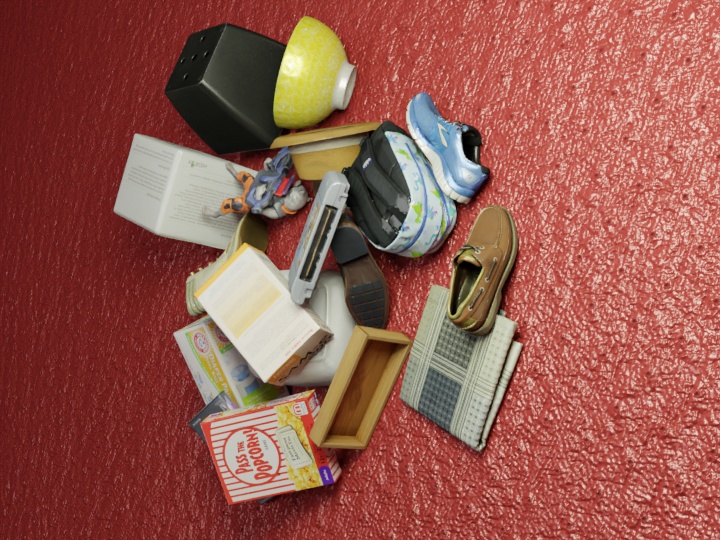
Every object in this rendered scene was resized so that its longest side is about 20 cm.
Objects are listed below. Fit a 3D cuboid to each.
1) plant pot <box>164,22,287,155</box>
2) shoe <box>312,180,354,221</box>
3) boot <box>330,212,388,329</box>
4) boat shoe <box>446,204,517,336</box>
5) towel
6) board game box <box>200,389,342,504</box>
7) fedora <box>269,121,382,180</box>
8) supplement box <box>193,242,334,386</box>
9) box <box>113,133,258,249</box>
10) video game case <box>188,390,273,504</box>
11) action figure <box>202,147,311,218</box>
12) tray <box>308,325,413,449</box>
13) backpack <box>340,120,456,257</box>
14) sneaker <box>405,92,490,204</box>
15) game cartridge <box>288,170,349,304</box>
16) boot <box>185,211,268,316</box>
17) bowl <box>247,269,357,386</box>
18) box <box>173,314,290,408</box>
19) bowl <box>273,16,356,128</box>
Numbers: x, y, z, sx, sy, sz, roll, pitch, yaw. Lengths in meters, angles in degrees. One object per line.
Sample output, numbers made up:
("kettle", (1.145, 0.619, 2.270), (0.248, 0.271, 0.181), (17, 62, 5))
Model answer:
("plant pot", (-0.247, -0.357, 1.822), (0.199, 0.177, 0.200), (2, 65, 49))
("shoe", (-0.047, -0.140, 1.686), (0.070, 0.053, 0.200), (124, 142, -55))
("boot", (0.000, 0.000, 1.560), (0.097, 0.075, 0.200), (-98, -8, -65))
("boat shoe", (0.171, -0.011, 1.364), (0.072, 0.068, 0.200), (-9, 61, 43))
("towel", (0.147, 0.137, 1.420), (0.193, 0.035, 0.200), (27, 105, 51))
("board game box", (-0.149, 0.295, 1.596), (0.200, 0.046, 0.152), (-16, 98, 18))
("fedora", (-0.050, -0.198, 1.607), (0.200, 0.200, 0.082), (3, 106, 49))
("supplement box", (-0.157, 0.071, 1.551), (0.126, 0.074, 0.200), (-44, 69, 5))
("box", (-0.347, -0.155, 1.912), (0.199, 0.200, 0.172), (23, 97, 48))
("video game case", (-0.206, 0.313, 1.682), (0.200, 0.019, 0.143), (49, 137, 1))
("action figure", (-0.175, -0.155, 1.795), (0.193, 0.105, 0.200), (10, 50, 28))
("tray", (0.000, 0.187, 1.517), (0.037, 0.099, 0.200), (39, 111, 47))
("backpack", (0.060, -0.110, 1.497), (0.163, 0.154, 0.200), (-56, 24, 22))
("sneaker", (0.141, -0.201, 1.470), (0.089, 0.079, 0.200), (-41, 61, 27))
("game cartridge", (-0.069, -0.056, 1.511), (0.133, 0.041, 0.200), (-121, 50, -72))
("boot", (-0.257, -0.013, 1.827), (0.155, 0.072, 0.200), (-27, 38, 35))
("bowl", (-0.104, 0.092, 1.609), (0.199, 0.075, 0.200), (0, 80, 19))
("box", (-0.228, 0.170, 1.712), (0.101, 0.112, 0.200), (-19, 96, 45))
("bowl", (-0.069, -0.335, 1.687), (0.108, 0.200, 0.200), (16, 96, 6))
